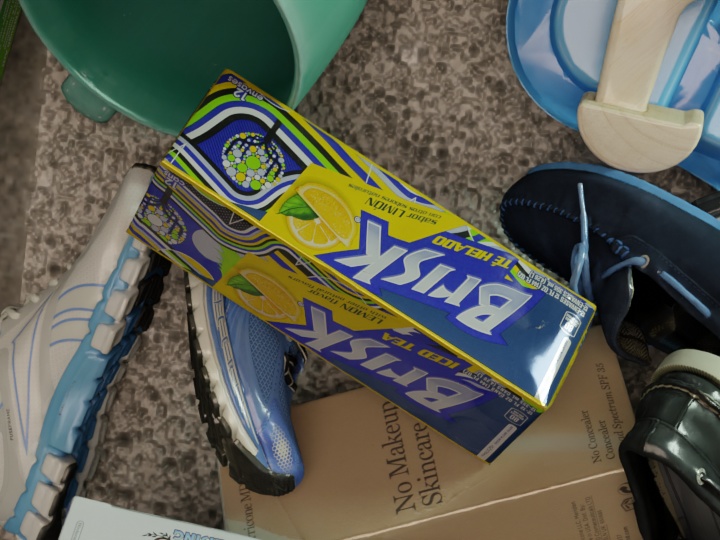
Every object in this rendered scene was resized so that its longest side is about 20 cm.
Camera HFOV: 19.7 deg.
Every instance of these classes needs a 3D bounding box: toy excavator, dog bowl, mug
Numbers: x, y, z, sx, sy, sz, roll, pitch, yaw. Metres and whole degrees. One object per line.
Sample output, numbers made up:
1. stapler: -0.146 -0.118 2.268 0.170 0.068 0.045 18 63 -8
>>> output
1. toy excavator: 0.180 -0.157 0.935 0.199 0.100 0.195 -12 103 15
2. dog bowl: 0.166 -0.100 1.008 0.199 0.050 0.112 25 94 1
3. mug: -0.081 -0.151 0.962 0.185 0.115 0.152 2 135 37

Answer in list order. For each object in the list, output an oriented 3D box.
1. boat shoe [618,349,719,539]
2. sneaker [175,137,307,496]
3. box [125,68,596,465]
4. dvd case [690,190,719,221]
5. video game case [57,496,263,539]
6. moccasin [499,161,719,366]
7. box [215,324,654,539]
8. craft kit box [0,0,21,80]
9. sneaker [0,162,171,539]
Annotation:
1. boat shoe: 0.158 0.133 0.919 0.074 0.066 0.200 13 133 38
2. sneaker: -0.040 0.009 0.985 0.089 0.079 0.201 -4 64 -5
3. box: 0.000 0.000 0.929 0.200 0.070 0.064 32 56 -3
4. dvd case: 0.269 -0.007 0.990 0.199 0.018 0.143 -20 120 4
5. video game case: -0.053 0.196 0.973 0.181 0.200 0.046 11 50 2
6. moccasin: 0.133 0.007 0.942 0.200 0.081 0.068 25 64 42
7. box: 0.037 0.106 0.992 0.199 0.095 0.078 -16 136 3
8. craft kit box: -0.183 -0.175 0.951 0.048 0.198 0.201 17 93 5
9. sneaker: -0.156 0.034 1.023 0.086 0.075 0.201 24 94 8
